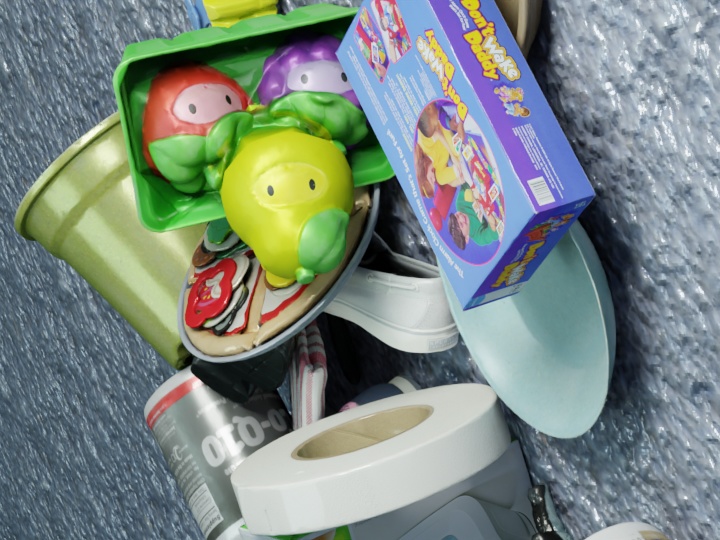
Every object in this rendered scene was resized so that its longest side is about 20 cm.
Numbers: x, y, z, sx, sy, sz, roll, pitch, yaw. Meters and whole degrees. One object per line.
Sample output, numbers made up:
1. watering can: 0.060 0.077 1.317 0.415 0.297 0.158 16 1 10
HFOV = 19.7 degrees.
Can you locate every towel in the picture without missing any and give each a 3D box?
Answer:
1. towel: -0.039 0.090 1.670 0.200 0.030 0.147 -100 8 -60

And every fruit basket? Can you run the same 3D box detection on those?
1. fruit basket: -0.065 -0.092 1.466 0.215 0.215 0.156 34 138 52

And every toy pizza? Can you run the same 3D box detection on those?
1. toy pizza: -0.069 -0.020 1.564 0.032 0.201 0.200 42 171 -32

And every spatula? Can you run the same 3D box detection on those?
1. spatula: -0.023 0.007 1.678 0.056 0.020 0.201 31 137 51

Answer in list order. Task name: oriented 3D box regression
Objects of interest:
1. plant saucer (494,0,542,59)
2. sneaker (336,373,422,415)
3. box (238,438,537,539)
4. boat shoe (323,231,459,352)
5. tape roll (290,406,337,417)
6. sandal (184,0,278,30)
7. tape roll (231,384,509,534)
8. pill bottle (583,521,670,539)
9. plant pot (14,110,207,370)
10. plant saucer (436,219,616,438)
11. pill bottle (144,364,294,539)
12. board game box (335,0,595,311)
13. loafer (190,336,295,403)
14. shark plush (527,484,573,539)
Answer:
1. plant saucer: 0.058 -0.207 1.331 0.200 0.029 0.201 45 146 43
2. sneaker: 0.037 0.187 1.624 0.201 0.082 0.070 67 154 3
3. box: 0.036 0.236 1.523 0.097 0.199 0.177 1 109 64
4. boat shoe: 0.000 0.000 1.566 0.200 0.072 0.069 31 125 51
5. tape roll: -0.020 0.217 1.823 0.203 0.037 0.204 47 148 41
6. sandal: -0.096 -0.169 1.636 0.087 0.079 0.201 -146 49 -60
7. tape roll: 0.006 0.132 1.471 0.203 0.202 0.037 -1 108 64
8. pill bottle: 0.203 0.264 1.297 0.200 0.119 0.120 46 148 40
9. plant pot: -0.159 -0.025 1.765 0.184 0.200 0.201 51 153 10
10. plant saucer: 0.117 0.011 1.370 0.201 0.039 0.202 45 146 43
11. pill bottle: -0.093 0.179 1.762 0.201 0.113 0.114 60 154 19
12. board game box: 0.061 -0.095 1.305 0.201 0.045 0.135 64 153 18
13. loafer: -0.086 0.052 1.644 0.073 0.073 0.200 34 164 -9
14. shark plush: 0.153 0.252 1.460 0.200 0.091 0.083 55 -177 19
